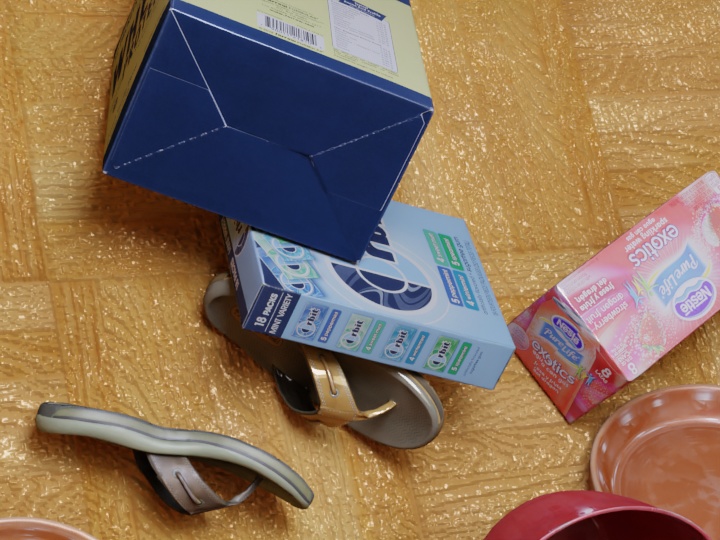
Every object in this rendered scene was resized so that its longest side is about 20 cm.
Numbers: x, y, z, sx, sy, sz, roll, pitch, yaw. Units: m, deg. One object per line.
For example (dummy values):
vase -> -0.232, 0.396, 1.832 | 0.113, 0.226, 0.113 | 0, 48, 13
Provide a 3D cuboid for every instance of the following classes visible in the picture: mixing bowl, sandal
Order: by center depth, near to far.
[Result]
sandal -> -0.131, 0.138, 1.320 | 0.200, 0.080, 0.058 | 15, 79, -10
mixing bowl -> 0.149, 0.233, 1.349 | 0.199, 0.108, 0.201 | -8, 113, -19
sandal -> -0.034, 0.075, 1.380 | 0.200, 0.080, 0.054 | 33, 44, 0

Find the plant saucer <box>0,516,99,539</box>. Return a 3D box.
plant saucer -> -0.222, 0.261, 1.236 | 0.199, 0.037, 0.201 | 9, 64, -19

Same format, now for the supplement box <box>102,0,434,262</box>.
supplement box -> -0.069, -0.138, 1.381 | 0.199, 0.135, 0.200 | 20, 27, -15

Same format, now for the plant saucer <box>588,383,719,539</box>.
plant saucer -> 0.274, 0.166, 1.459 | 0.199, 0.032, 0.201 | 1, 41, -1

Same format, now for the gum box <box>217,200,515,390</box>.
gum box -> 0.000, 0.000, 1.398 | 0.199, 0.045, 0.170 | 14, 31, -21

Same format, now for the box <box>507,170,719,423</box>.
box -> 0.223, 0.019, 1.509 | 0.200, 0.103, 0.095 | -34, 83, -33
